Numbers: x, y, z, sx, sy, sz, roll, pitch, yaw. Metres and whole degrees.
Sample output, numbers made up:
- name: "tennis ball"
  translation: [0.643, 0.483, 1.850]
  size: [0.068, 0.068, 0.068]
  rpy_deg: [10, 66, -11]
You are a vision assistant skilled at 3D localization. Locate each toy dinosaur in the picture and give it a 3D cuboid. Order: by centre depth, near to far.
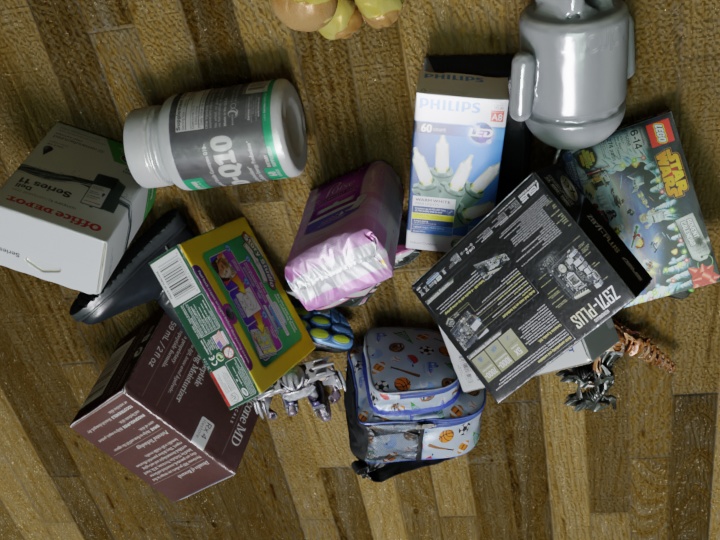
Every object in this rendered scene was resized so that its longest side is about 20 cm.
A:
- name: "toy dinosaur"
  translation: [0.317, 0.110, 1.185]
  size: [0.197, 0.102, 0.138]
  rpy_deg: [21, 112, 20]

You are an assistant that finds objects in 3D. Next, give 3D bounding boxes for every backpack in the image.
- name: "backpack"
  translation: [0.077, 0.169, 1.216]
  size: [0.187, 0.202, 0.156]
  rpy_deg: [5, 129, -11]

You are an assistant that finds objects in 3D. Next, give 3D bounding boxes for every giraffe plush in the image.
- name: "giraffe plush"
  translation: [-0.042, -0.308, 0.888]
  size: [0.169, 0.163, 0.202]
  rpy_deg: [-8, 125, 15]

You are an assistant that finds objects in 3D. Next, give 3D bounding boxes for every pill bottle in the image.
- name: "pill bottle"
  translation: [-0.170, -0.156, 1.052]
  size: [0.196, 0.114, 0.115]
  rpy_deg: [-6, 125, 14]

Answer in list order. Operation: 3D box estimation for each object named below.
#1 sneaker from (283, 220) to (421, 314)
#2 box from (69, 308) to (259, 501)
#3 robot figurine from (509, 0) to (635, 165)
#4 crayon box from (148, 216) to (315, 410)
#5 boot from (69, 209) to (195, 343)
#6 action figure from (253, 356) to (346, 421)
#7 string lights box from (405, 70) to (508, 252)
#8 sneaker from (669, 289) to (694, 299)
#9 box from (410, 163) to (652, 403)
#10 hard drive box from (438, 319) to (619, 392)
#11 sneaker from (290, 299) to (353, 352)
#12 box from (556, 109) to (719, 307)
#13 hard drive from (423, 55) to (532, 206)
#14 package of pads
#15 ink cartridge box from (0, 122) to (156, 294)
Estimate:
- name: "sneaker"
  translation: [0.000, 0.000, 1.173]
  size: [0.197, 0.081, 0.086]
  rpy_deg: [-19, 133, 30]
- name: "box"
  translation: [-0.268, 0.191, 1.273]
  size: [0.199, 0.167, 0.163]
  rpy_deg: [41, 133, -20]
- name: "robot figurine"
  translation: [0.225, -0.215, 0.942]
  size: [0.167, 0.113, 0.203]
  rpy_deg: [-22, 125, -18]
- name: "crayon box"
  translation: [-0.155, 0.047, 1.120]
  size: [0.058, 0.172, 0.202]
  rpy_deg: [-27, 93, 23]
- name: "boot"
  translation: [-0.259, 0.044, 1.179]
  size: [0.076, 0.200, 0.169]
  rpy_deg: [7, 138, 56]
- name: "action figure"
  translation: [-0.083, 0.170, 1.245]
  size: [0.127, 0.071, 0.200]
  rpy_deg: [-7, 164, 0]
- name: "string lights box"
  translation: [0.108, -0.119, 1.013]
  size: [0.101, 0.059, 0.203]
  rpy_deg: [5, 127, 5]
- name: "sneaker"
  translation: [0.315, 0.017, 1.116]
  size: [0.196, 0.077, 0.085]
  rpy_deg: [5, 107, 18]
- name: "box"
  translation: [0.182, 0.014, 0.965]
  size: [0.200, 0.086, 0.165]
  rpy_deg: [-44, 78, 30]
- name: "hard drive box"
  translation: [0.191, 0.048, 1.088]
  size: [0.198, 0.076, 0.158]
  rpy_deg: [-21, 90, 46]
- name: "sneaker"
  translation: [-0.101, 0.091, 1.253]
  size: [0.196, 0.071, 0.084]
  rpy_deg: [1, 131, 16]
- name: "box"
  translation: [0.323, -0.067, 1.034]
  size: [0.135, 0.040, 0.203]
  rpy_deg: [-18, 96, 20]
- name: "hard drive"
  translation: [0.136, -0.151, 1.050]
  size: [0.132, 0.043, 0.203]
  rpy_deg: [2, 126, 8]
- name: "package of pads"
  translation: [-0.013, -0.046, 1.053]
  size: [0.119, 0.201, 0.076]
  rpy_deg: [-21, 116, 18]
- name: "ink cartridge box"
  translation: [-0.345, -0.080, 1.081]
  size: [0.144, 0.201, 0.084]
  rpy_deg: [18, 127, -5]
